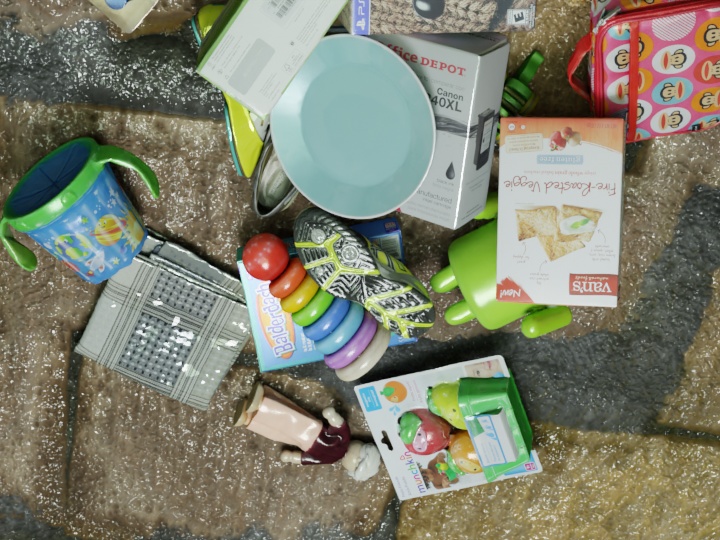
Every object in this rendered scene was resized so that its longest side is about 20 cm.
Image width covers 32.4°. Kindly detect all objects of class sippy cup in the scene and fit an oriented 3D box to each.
[{"bbox_3d":[-0.319,-0.061,1.435,0.177,0.140,0.131,-2,137,45],"label":"sippy cup"}]

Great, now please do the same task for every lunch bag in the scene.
[{"bbox_3d":[0.309,-0.228,1.328,0.174,0.083,0.201,-8,144,7],"label":"lunch bag"}]

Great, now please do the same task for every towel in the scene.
[{"bbox_3d":[-0.233,0.065,1.539,0.191,0.035,0.201,27,112,-11],"label":"towel"}]

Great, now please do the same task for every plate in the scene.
[{"bbox_3d":[-0.007,-0.156,1.345,0.198,0.026,0.203,8,110,24],"label":"plate"}]

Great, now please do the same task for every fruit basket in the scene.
[{"bbox_3d":[0.112,0.205,1.568,0.198,0.094,0.187,-16,114,12],"label":"fruit basket"}]

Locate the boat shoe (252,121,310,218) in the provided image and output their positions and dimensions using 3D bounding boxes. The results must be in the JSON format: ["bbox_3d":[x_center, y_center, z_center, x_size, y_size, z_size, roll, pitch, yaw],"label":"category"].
[{"bbox_3d":[-0.071,-0.147,1.418,0.072,0.065,0.202,19,113,-6],"label":"boat shoe"}]

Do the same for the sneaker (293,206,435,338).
[{"bbox_3d":[0.000,0.000,1.427,0.200,0.077,0.075,42,104,-15],"label":"sneaker"}]

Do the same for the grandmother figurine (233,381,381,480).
[{"bbox_3d":[-0.059,0.211,1.596,0.199,0.061,0.121,29,140,-15],"label":"grandmother figurine"}]

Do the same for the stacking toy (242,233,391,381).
[{"bbox_3d":[-0.059,0.036,1.435,0.085,0.086,0.200,-41,109,18],"label":"stacking toy"}]

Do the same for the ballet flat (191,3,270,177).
[{"bbox_3d":[-0.132,-0.203,1.394,0.066,0.067,0.202,-13,113,4],"label":"ballet flat"}]

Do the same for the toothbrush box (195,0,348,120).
[{"bbox_3d":[-0.091,-0.251,1.249,0.086,0.200,0.146,34,102,-14],"label":"toothbrush box"}]

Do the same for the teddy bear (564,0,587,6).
[{"bbox_3d":[0.264,-0.347,1.317,0.144,0.067,0.201,-27,112,15],"label":"teddy bear"}]

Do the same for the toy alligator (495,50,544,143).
[{"bbox_3d":[0.142,-0.164,1.412,0.059,0.054,0.200,36,111,-14],"label":"toy alligator"}]

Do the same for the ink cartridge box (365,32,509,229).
[{"bbox_3d":[0.073,-0.168,1.366,0.144,0.083,0.202,19,119,26],"label":"ink cartridge box"}]

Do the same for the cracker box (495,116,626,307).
[{"bbox_3d":[0.218,-0.064,1.347,0.132,0.058,0.203,2,96,15],"label":"cracker box"}]

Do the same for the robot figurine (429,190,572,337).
[{"bbox_3d":[0.182,-0.007,1.451,0.198,0.116,0.177,-26,81,14],"label":"robot figurine"}]

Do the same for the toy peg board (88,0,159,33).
[{"bbox_3d":[-0.264,-0.376,1.296,0.199,0.098,0.200,40,110,-16],"label":"toy peg board"}]

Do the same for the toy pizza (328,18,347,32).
[{"bbox_3d":[-0.026,-0.354,1.338,0.197,0.032,0.202,0,116,1],"label":"toy pizza"}]

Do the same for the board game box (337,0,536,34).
[{"bbox_3d":[0.079,-0.335,1.286,0.197,0.097,0.161,-4,113,-10],"label":"board game box"}]

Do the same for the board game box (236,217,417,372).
[{"bbox_3d":[-0.040,0.030,1.500,0.197,0.045,0.154,-11,115,-3],"label":"board game box"}]
